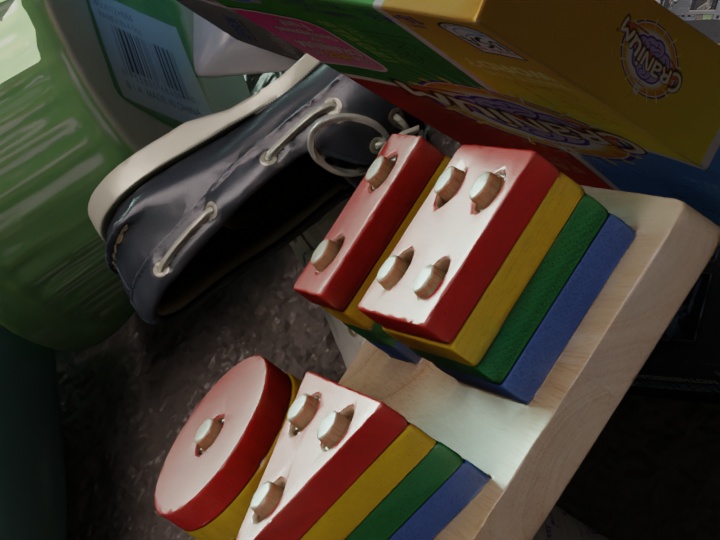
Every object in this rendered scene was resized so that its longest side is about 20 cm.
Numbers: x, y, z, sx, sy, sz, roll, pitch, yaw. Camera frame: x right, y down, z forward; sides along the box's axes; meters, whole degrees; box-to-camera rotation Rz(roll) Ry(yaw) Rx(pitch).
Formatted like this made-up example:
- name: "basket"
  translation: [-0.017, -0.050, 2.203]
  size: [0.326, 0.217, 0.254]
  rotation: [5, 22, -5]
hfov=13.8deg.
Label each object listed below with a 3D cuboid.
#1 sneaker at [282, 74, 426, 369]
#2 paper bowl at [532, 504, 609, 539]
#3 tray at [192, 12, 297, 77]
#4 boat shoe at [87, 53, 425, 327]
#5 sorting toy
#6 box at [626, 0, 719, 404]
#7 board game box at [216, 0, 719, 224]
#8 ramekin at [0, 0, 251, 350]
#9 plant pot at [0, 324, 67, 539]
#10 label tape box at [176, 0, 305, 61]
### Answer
- name: "sneaker"
  translation: [0.000, 0.000, 1.208]
  size: [0.073, 0.085, 0.200]
  rotation: [-39, 48, 21]
- name: "paper bowl"
  translation: [0.031, 0.177, 1.037]
  size: [0.201, 0.104, 0.201]
  rotation: [-51, 16, 20]
- name: "tray"
  translation: [-0.023, -0.180, 1.331]
  size: [0.107, 0.022, 0.201]
  rotation: [-4, 62, 6]
- name: "boat shoe"
  translation: [-0.012, -0.049, 1.149]
  size: [0.199, 0.075, 0.062]
  rotation: [-30, 64, 3]
- name: "sorting toy"
  translation: [0.009, 0.043, 1.038]
  size: [0.199, 0.069, 0.200]
  rotation: [-57, 18, -6]
- name: "box"
  translation: [0.132, -0.052, 1.128]
  size: [0.157, 0.051, 0.201]
  rotation: [2, 71, 46]
- name: "board game box"
  translation: [0.058, -0.072, 1.025]
  size: [0.153, 0.200, 0.040]
  rotation: [14, 80, 47]
- name: "ramekin"
  translation: [-0.128, -0.075, 1.295]
  size: [0.097, 0.200, 0.201]
  rotation: [-29, 51, 21]
- name: "plant pot"
  translation: [-0.217, 0.112, 1.289]
  size: [0.200, 0.200, 0.162]
  rotation: [-30, 63, 30]
- name: "label tape box"
  translation: [-0.004, -0.161, 1.246]
  size: [0.199, 0.063, 0.145]
  rotation: [20, 83, 17]
